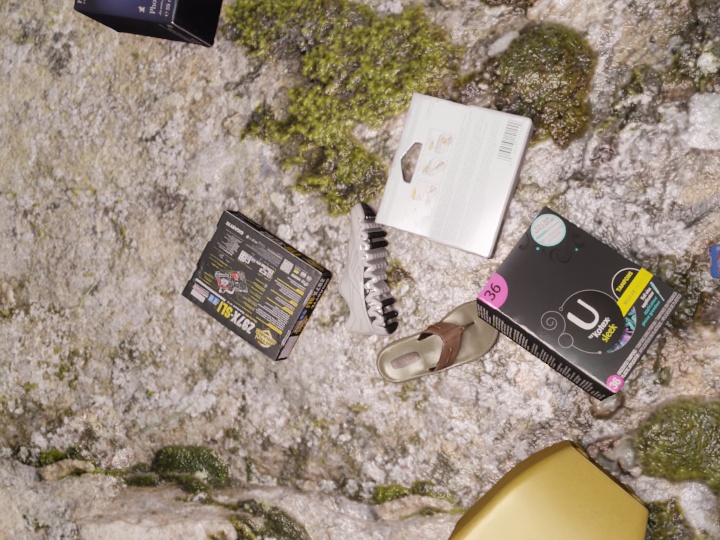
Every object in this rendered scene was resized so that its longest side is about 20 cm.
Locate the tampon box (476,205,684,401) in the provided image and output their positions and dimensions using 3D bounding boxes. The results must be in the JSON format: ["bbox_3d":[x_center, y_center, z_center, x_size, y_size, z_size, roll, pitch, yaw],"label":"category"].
[{"bbox_3d":[0.271,0.045,0.928,0.200,0.126,0.150,35,83,17],"label":"tampon box"}]

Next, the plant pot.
[{"bbox_3d":[0.252,0.331,0.923,0.195,0.194,0.200,41,93,15],"label":"plant pot"}]

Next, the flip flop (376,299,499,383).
[{"bbox_3d":[0.108,0.107,1.039,0.200,0.058,0.081,-24,82,17],"label":"flip flop"}]

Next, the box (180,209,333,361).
[{"bbox_3d":[-0.165,0.021,1.141,0.200,0.049,0.160,32,102,17],"label":"box"}]

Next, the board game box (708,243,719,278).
[{"bbox_3d":[0.494,-0.016,0.830,0.152,0.200,0.045,-4,88,20],"label":"board game box"}]

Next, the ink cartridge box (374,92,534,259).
[{"bbox_3d":[0.134,-0.137,1.040,0.176,0.045,0.201,18,95,18],"label":"ink cartridge box"}]

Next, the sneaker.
[{"bbox_3d":[0.000,0.000,1.075,0.081,0.075,0.201,-8,86,28],"label":"sneaker"}]

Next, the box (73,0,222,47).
[{"bbox_3d":[-0.330,-0.485,1.166,0.198,0.123,0.201,14,94,20],"label":"box"}]
